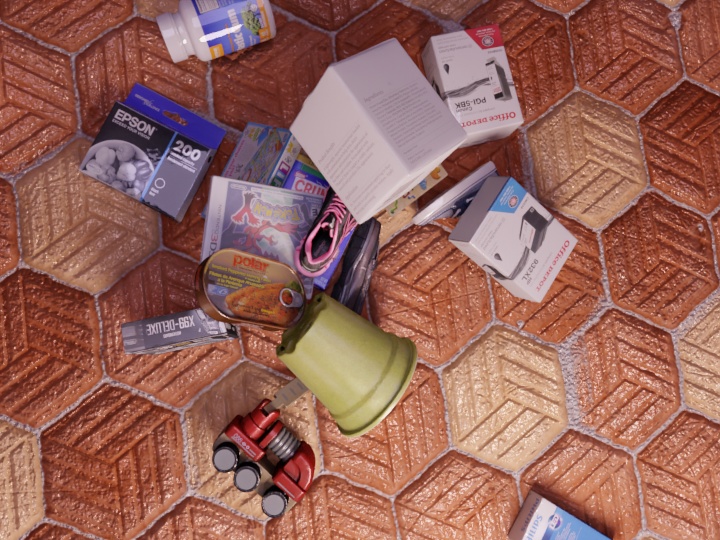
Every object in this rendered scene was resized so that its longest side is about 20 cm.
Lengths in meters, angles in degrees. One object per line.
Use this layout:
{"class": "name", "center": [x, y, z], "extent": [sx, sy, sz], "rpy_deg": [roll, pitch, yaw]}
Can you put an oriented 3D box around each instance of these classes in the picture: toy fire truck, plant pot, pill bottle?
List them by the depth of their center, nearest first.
{"class": "plant pot", "center": [-0.036, 0.144, 1.006], "extent": [0.184, 0.200, 0.201], "rpy_deg": [40, 82, -15]}
{"class": "toy fire truck", "center": [-0.136, 0.294, 1.052], "extent": [0.176, 0.129, 0.200], "rpy_deg": [43, 92, -2]}
{"class": "pill bottle", "center": [-0.264, -0.454, 1.086], "extent": [0.198, 0.112, 0.113], "rpy_deg": [-23, 89, -8]}

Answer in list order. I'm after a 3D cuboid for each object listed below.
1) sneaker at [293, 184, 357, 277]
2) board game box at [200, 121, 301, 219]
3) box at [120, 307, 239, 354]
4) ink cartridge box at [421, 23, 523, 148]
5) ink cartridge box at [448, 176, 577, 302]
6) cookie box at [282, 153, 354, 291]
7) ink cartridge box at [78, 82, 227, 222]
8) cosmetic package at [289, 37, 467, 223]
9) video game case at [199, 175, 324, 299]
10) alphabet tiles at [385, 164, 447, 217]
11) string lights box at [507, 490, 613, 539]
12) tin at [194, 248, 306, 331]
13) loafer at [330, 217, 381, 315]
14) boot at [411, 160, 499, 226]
{"class": "sneaker", "center": [-0.044, -0.084, 0.988], "extent": [0.078, 0.095, 0.202], "rpy_deg": [26, 81, -3]}
{"class": "board game box", "center": [-0.196, -0.166, 1.071], "extent": [0.133, 0.034, 0.202], "rpy_deg": [20, 82, 38]}
{"class": "box", "center": [-0.293, 0.102, 0.995], "extent": [0.155, 0.200, 0.051], "rpy_deg": [-11, 83, -8]}
{"class": "ink cartridge box", "center": [0.217, -0.355, 1.152], "extent": [0.145, 0.083, 0.203], "rpy_deg": [-14, 87, -9]}
{"class": "ink cartridge box", "center": [0.287, -0.057, 1.107], "extent": [0.199, 0.084, 0.146], "rpy_deg": [36, 84, -22]}
{"class": "cookie box", "center": [-0.097, -0.090, 1.097], "extent": [0.169, 0.075, 0.202], "rpy_deg": [26, 83, -5]}
{"class": "ink cartridge box", "center": [-0.378, -0.223, 1.090], "extent": [0.196, 0.043, 0.202], "rpy_deg": [26, 82, -4]}
{"class": "cosmetic package", "center": [0.026, -0.221, 0.946], "extent": [0.164, 0.165, 0.201], "rpy_deg": [-36, 89, -36]}
{"class": "video game case", "center": [-0.166, -0.053, 1.007], "extent": [0.197, 0.023, 0.185], "rpy_deg": [8, 91, -23]}
{"class": "alphabet tiles", "center": [0.059, -0.201, 1.060], "extent": [0.199, 0.006, 0.167], "rpy_deg": [-37, 90, -9]}
{"class": "string lights box", "center": [0.391, 0.517, 1.118], "extent": [0.199, 0.059, 0.104], "rpy_deg": [32, 82, -4]}
{"class": "tin", "center": [-0.171, 0.033, 0.938], "extent": [0.199, 0.042, 0.114], "rpy_deg": [18, 67, -43]}
{"class": "loafer", "center": [0.000, 0.000, 1.114], "extent": [0.062, 0.072, 0.202], "rpy_deg": [22, 89, -24]}
{"class": "boot", "center": [0.199, -0.121, 1.138], "extent": [0.199, 0.073, 0.091], "rpy_deg": [-34, 96, -9]}
